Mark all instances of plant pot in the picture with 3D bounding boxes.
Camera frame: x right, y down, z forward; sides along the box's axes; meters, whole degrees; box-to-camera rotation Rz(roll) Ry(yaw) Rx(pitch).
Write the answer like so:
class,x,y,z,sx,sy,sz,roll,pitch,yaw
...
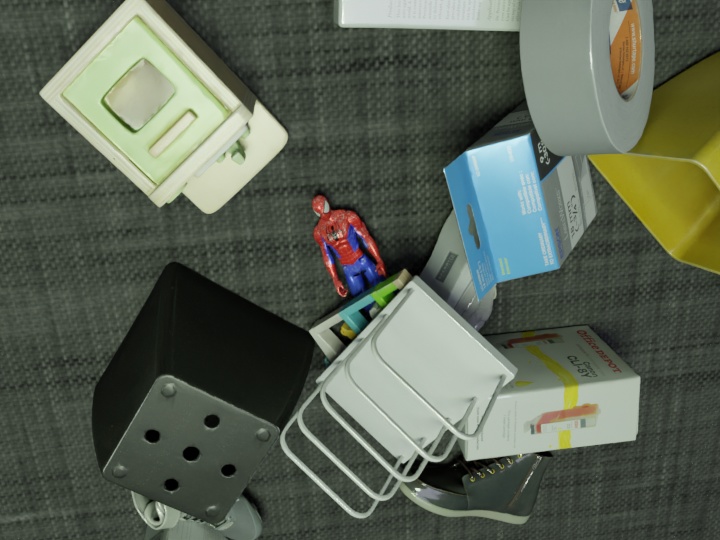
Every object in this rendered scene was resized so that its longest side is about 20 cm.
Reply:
class,x,y,z,sx,sy,sz,roll,pitch,yaw
plant pot,-0.174,0.146,0.784,0.198,0.178,0.201,30,104,-18
plant pot,0.395,-0.119,0.753,0.200,0.200,0.177,42,89,-20

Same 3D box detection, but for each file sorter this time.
class,x,y,z,sx,sy,sz,roll,pitch,yaw
file sorter,0.028,0.137,0.726,0.139,0.125,0.200,43,129,2

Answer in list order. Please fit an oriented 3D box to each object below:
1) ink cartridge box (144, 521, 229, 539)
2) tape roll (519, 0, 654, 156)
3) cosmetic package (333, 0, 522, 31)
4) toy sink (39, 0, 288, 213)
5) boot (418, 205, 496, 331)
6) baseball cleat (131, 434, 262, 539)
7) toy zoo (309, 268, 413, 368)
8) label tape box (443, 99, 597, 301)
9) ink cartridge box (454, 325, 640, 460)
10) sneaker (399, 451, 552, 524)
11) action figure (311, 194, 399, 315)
class,x,y,z,sx,sy,sz,roll,pitch,yaw
ink cartridge box,-0.188,0.392,0.915,0.050,0.109,0.200,-38,111,8
tape roll,0.221,-0.211,0.684,0.066,0.200,0.202,4,119,37
cosmetic package,0.075,-0.288,0.699,0.198,0.071,0.102,0,111,-8
toy sink,-0.178,-0.148,0.700,0.130,0.112,0.200,-40,111,10
boot,0.130,-0.004,0.830,0.201,0.073,0.095,-55,140,1
baseball cleat,-0.206,0.289,0.874,0.200,0.107,0.070,43,115,-15
toy zoo,0.026,0.087,0.813,0.131,0.020,0.200,47,136,-9
label tape box,0.172,-0.078,0.731,0.063,0.200,0.145,-1,118,37
ink cartridge box,0.202,0.137,0.846,0.198,0.145,0.084,-5,111,-5
sneaker,0.148,0.255,0.931,0.198,0.075,0.107,14,105,-22
action figure,0.000,0.000,0.816,0.065,0.052,0.201,-24,111,19
